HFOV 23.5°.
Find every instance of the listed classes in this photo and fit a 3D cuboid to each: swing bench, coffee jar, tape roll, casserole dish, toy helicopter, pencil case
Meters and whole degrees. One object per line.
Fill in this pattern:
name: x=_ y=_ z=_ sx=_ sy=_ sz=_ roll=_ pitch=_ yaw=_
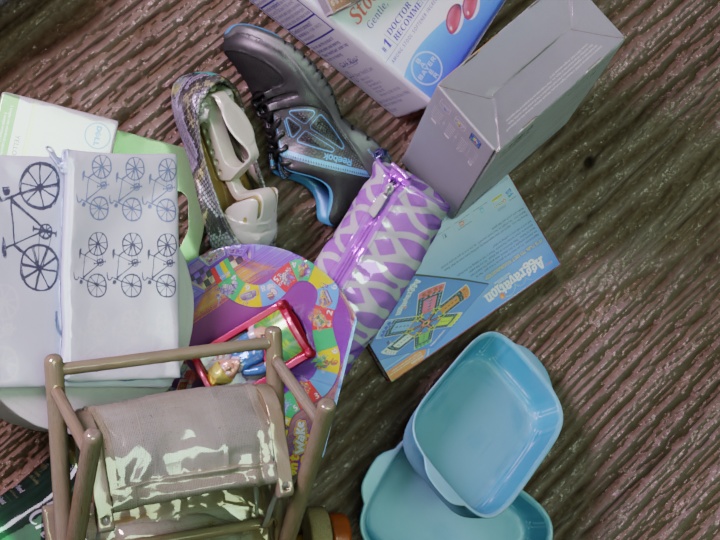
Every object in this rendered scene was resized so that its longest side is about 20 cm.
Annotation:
swing bench: x=-0.138 y=0.169 z=1.352 sx=0.197 sy=0.130 sz=0.202 roll=-6 pitch=119 yaw=-23
coffee jar: x=-0.261 y=0.216 z=1.439 sx=0.200 sy=0.085 sz=0.105 roll=-39 pitch=100 yaw=-15
tape roll: x=-0.237 y=0.030 z=1.403 sx=0.201 sy=0.071 sz=0.205 roll=1 pitch=87 yaw=-32
casserole dish: x=0.106 y=0.141 z=1.546 sx=0.121 sy=0.039 sz=0.200 roll=49 pitch=45 yaw=-5
casserole dish: x=0.082 y=0.231 z=1.565 sx=0.199 sy=0.039 sz=0.122 roll=34 pitch=76 yaw=-15
toy helicopter: x=-0.039 y=0.304 z=1.483 sx=0.078 sy=0.132 sz=0.202 roll=2 pitch=88 yaw=-18
pencil case: x=0.000 y=0.000 z=1.503 sx=0.084 sy=0.085 sz=0.201 roll=31 pitch=96 yaw=14

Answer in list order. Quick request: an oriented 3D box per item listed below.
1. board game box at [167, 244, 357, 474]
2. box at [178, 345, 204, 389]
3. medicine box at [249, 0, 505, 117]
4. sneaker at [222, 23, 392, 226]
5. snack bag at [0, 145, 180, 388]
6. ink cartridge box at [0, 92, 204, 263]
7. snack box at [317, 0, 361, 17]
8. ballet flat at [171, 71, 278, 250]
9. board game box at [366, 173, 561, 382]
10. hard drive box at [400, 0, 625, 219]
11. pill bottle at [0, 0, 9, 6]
board game box: x=-0.093 y=0.079 z=1.446 sx=0.156 sy=0.039 sz=0.202 roll=14 pitch=89 yaw=5
box: x=-0.124 y=0.166 z=1.503 sx=0.081 sy=0.049 sz=0.202 roll=3 pitch=88 yaw=-18
medicine box: x=0.022 y=-0.271 z=1.535 sx=0.199 sy=0.103 sz=0.183 roll=37 pitch=78 yaw=-14
sneaker: x=-0.057 y=-0.129 z=1.520 sx=0.082 sy=0.073 sz=0.200 roll=-45 pitch=101 yaw=-15
snack bag: x=-0.231 y=-0.002 z=1.354 sx=0.198 sy=0.021 sz=0.191 roll=2 pitch=88 yaw=-33
ink cartridge box: x=-0.226 y=-0.056 z=1.480 sx=0.198 sy=0.048 sz=0.147 roll=13 pitch=84 yaw=-14
snack box: x=0.041 y=-0.291 z=1.474 sx=0.199 sy=0.024 sz=0.072 roll=-29 pitch=96 yaw=-17
ballet flat: x=-0.108 y=-0.077 z=1.497 sx=0.071 sy=0.072 sz=0.202 roll=-20 pitch=97 yaw=-17
board game box: x=0.080 y=0.004 z=1.588 sx=0.199 sy=0.019 sz=0.104 roll=-33 pitch=96 yaw=-15
hard drive box: x=0.128 y=-0.145 z=1.508 sx=0.156 sy=0.200 sz=0.077 roll=-40 pitch=83 yaw=-16
pill bottle: x=-0.364 y=-0.234 z=1.404 sx=0.199 sy=0.114 sz=0.114 roll=-38 pitch=99 yaw=-15
